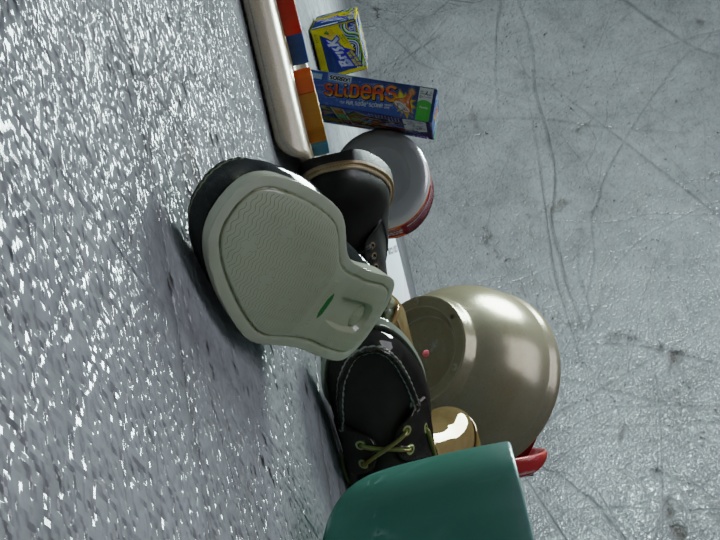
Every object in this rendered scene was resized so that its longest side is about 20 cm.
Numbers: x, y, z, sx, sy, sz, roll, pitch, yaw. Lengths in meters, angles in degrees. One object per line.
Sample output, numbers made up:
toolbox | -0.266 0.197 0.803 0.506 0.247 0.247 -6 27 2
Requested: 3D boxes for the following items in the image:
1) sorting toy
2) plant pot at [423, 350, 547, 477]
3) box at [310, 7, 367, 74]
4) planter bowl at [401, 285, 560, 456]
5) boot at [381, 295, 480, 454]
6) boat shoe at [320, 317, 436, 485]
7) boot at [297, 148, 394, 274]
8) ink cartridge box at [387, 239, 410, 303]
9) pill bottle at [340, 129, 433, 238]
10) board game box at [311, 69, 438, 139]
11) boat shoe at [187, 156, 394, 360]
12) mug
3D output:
sorting toy | -0.056 -0.171 0.985 0.200 0.036 0.187 29 47 -84
plant pot | 0.154 0.191 1.634 0.200 0.198 0.185 30 55 -84
box | -0.027 -0.313 1.642 0.200 0.064 0.071 -91 167 -74
planter bowl | 0.096 0.101 1.292 0.134 0.199 0.202 27 43 -47
boot | 0.040 0.102 0.966 0.176 0.065 0.202 -64 144 -54
boat shoe | 0.020 0.118 0.825 0.061 0.071 0.202 -105 -179 -48
boot | 0.000 0.000 0.971 0.200 0.077 0.140 63 18 -68
ink cartridge box | 0.039 0.030 1.551 0.200 0.056 0.164 -112 -172 -86
pill bottle | 0.030 -0.094 1.393 0.200 0.108 0.111 32 44 -84
board game box | 0.015 -0.173 1.273 0.200 0.134 0.035 -20 120 -86
boat shoe | -0.042 -0.007 0.575 0.067 0.072 0.200 39 -2 20
mug | 0.037 0.168 0.606 0.185 0.113 0.154 67 11 -62
